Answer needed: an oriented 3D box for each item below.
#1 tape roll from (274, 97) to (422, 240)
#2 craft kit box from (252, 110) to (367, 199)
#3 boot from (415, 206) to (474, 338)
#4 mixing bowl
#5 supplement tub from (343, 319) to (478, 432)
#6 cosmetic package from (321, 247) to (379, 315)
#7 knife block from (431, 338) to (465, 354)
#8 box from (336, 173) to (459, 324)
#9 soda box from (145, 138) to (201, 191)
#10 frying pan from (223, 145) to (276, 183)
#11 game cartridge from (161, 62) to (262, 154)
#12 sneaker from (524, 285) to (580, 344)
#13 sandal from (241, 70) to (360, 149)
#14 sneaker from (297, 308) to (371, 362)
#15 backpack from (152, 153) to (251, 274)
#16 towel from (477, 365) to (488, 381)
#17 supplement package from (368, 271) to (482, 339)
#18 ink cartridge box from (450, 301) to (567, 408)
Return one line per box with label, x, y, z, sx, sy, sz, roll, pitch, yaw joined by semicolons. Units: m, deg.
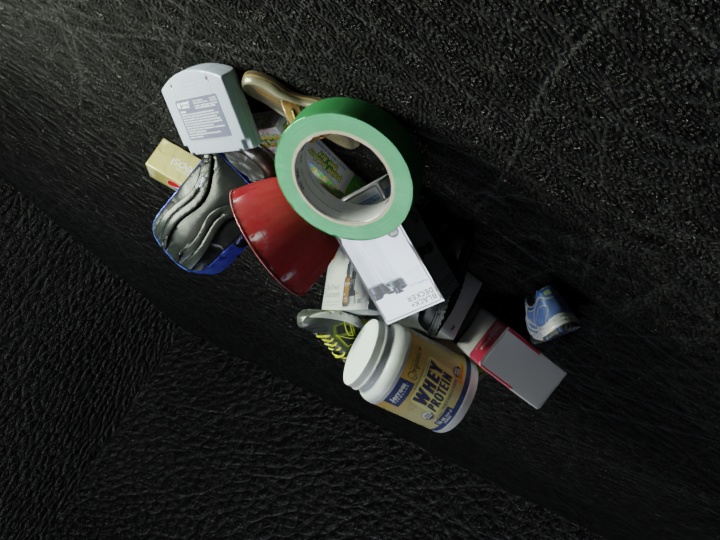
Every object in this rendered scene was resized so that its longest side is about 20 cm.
tape roll;-0.017;-0.134;1.153;0.200;0.048;0.201;13;131;15
craft kit box;-0.109;-0.175;1.369;0.198;0.049;0.200;44;159;-29
boot;0.084;-0.008;1.339;0.158;0.079;0.212;22;121;18
mixing bowl;-0.099;-0.071;1.319;0.200;0.108;0.200;54;-168;-18
supplement tub;0.085;0.179;1.465;0.200;0.145;0.144;26;165;-15
cosmetic package;0.000;0.000;1.486;0.052;0.151;0.200;13;171;-24
knife block;0.148;0.164;1.613;0.200;0.176;0.064;26;169;-28
box;0.045;-0.032;1.263;0.116;0.060;0.200;-24;100;34
soda box;-0.323;-0.178;1.691;0.200;0.068;0.064;30;164;2
frying pan;-0.189;-0.173;1.405;0.115;0.031;0.190;35;160;-8
game cartridge;-0.230;-0.245;1.293;0.200;0.041;0.133;7;126;52
sneaker;0.297;0.069;1.342;0.200;0.076;0.077;84;163;-80
sandal;-0.089;-0.215;1.194;0.200;0.054;0.080;28;163;11
sneaker;-0.032;0.119;1.515;0.200;0.085;0.074;17;169;-40
backpack;-0.260;-0.087;1.557;0.163;0.200;0.168;45;-175;14
towel;0.193;0.169;1.680;0.200;0.143;0.023;13;124;50
supplement package;0.096;0.041;1.498;0.117;0.117;0.200;37;163;-21
ink cartridge box;0.243;0.137;1.479;0.145;0.084;0.200;37;-178;-19
